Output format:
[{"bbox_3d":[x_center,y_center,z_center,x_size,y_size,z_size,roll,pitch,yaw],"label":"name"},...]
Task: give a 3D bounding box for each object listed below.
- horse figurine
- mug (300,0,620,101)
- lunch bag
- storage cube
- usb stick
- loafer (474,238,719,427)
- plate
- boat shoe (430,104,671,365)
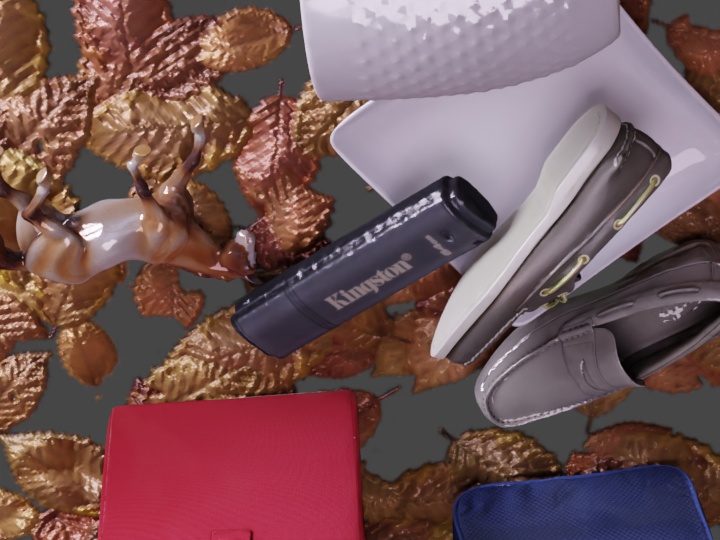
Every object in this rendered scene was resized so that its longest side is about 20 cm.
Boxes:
[{"bbox_3d":[-0.166,-0.032,1.466,0.200,0.050,0.133,-11,140,-6],"label":"horse figurine"},{"bbox_3d":[0.059,-0.197,1.313,0.175,0.148,0.200,-2,117,7],"label":"mug"},{"bbox_3d":[0.166,0.231,1.608,0.200,0.136,0.132,-5,123,-1],"label":"lunch bag"},{"bbox_3d":[-0.082,0.203,1.552,0.200,0.180,0.171,-4,123,1],"label":"storage cube"},{"bbox_3d":[0.000,0.000,1.488,0.200,0.033,0.055,-30,120,31],"label":"usb stick"},{"bbox_3d":[0.164,0.050,1.530,0.200,0.070,0.070,-34,118,17],"label":"loafer"},{"bbox_3d":[0.115,-0.084,1.465,0.200,0.032,0.200,-36,118,20],"label":"plate"},{"bbox_3d":[0.118,-0.011,1.451,0.060,0.072,0.202,30,113,-15],"label":"boat shoe"}]
